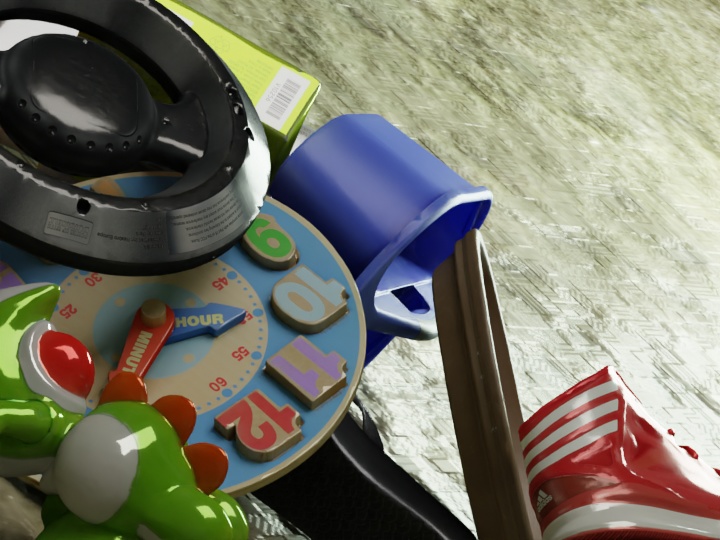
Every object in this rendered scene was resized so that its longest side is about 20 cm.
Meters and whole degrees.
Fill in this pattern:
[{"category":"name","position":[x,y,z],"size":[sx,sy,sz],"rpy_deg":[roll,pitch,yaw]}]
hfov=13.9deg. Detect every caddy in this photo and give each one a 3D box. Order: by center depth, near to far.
[{"category":"caddy","position":[0.000,0.000,1.531],"size":[0.105,0.141,0.200],"rpy_deg":[41,12,9]}]

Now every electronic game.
[{"category":"electronic game","position":[-0.134,-0.076,1.373],"size":[0.200,0.042,0.200],"rpy_deg":[19,40,-17]}]

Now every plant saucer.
[{"category":"plant saucer","position":[0.065,0.080,1.457],"size":[0.029,0.201,0.200],"rpy_deg":[-11,24,4]}]

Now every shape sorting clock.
[{"category":"shape sorting clock","position":[-0.096,0.028,1.375],"size":[0.199,0.039,0.200],"rpy_deg":[3,52,-4]}]

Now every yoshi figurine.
[{"category":"yoshi figurine","position":[-0.145,0.087,1.242],"size":[0.200,0.112,0.112],"rpy_deg":[31,45,19]}]

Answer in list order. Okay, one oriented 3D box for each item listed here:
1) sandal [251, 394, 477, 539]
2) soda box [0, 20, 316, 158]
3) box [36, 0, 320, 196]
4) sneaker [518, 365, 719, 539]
[{"category":"sandal","position":[-0.015,0.092,1.426],"size":[0.200,0.076,0.043],"rpy_deg":[48,36,14]},{"category":"soda box","position":[-0.119,-0.078,1.643],"size":[0.200,0.068,0.064],"rpy_deg":[27,50,-8]},{"category":"box","position":[-0.102,-0.062,1.540],"size":[0.122,0.200,0.048],"rpy_deg":[30,58,2]},{"category":"sneaker","position":[0.162,0.100,1.441],"size":[0.200,0.078,0.116],"rpy_deg":[14,48,-38]}]
